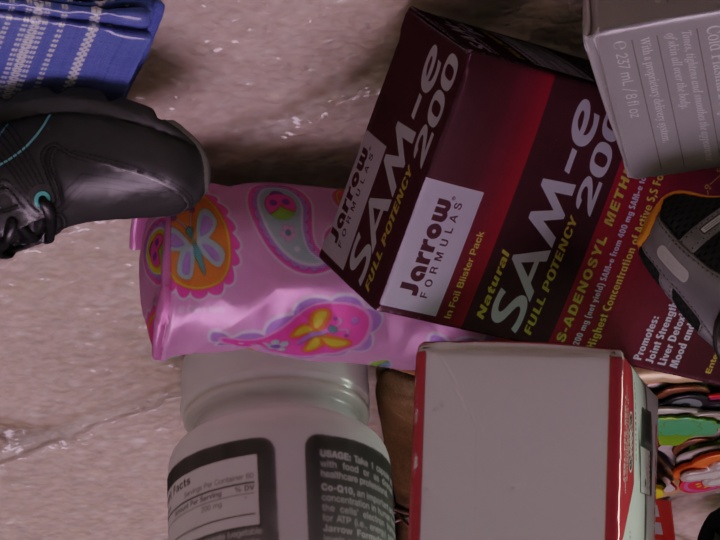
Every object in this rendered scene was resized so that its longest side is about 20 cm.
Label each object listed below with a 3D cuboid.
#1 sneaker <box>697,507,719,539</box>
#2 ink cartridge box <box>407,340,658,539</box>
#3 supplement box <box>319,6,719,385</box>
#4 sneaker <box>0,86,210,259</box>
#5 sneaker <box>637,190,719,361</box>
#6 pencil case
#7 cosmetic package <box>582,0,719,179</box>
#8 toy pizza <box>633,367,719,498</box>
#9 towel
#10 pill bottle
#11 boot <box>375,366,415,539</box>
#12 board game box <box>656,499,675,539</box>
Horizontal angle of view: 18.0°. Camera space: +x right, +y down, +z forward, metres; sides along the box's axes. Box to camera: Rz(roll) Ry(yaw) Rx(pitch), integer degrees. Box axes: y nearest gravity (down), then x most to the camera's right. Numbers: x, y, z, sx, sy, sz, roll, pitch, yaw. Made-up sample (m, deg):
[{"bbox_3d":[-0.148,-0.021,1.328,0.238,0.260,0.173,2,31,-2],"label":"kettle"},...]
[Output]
[{"bbox_3d":[0.242,0.174,1.380,0.088,0.079,0.201,5,145,-2],"label":"sneaker"},{"bbox_3d":[0.075,0.111,0.931,0.082,0.148,0.200,1,173,11],"label":"ink cartridge box"},{"bbox_3d":[0.095,-0.024,0.911,0.199,0.061,0.109,12,106,-29],"label":"supplement box"},{"bbox_3d":[-0.157,-0.023,0.881,0.198,0.080,0.076,-1,156,-3],"label":"sneaker"},{"bbox_3d":[0.178,-0.017,0.864,0.200,0.077,0.079,-19,144,-53],"label":"sneaker"},{"bbox_3d":[0.000,0.000,0.988,0.198,0.088,0.088,2,153,-9],"label":"pencil case"},{"bbox_3d":[0.181,-0.104,0.797,0.199,0.091,0.107,-7,151,14],"label":"cosmetic package"},{"bbox_3d":[0.153,0.095,1.245,0.199,0.032,0.201,-3,153,-1],"label":"toy pizza"},{"bbox_3d":[-0.185,-0.080,0.876,0.199,0.024,0.145,7,154,-16],"label":"towel"},{"bbox_3d":[-0.038,0.137,1.115,0.113,0.201,0.114,-2,154,-1],"label":"pill bottle"},{"bbox_3d":[0.040,0.115,1.199,0.073,0.076,0.200,21,154,25],"label":"boot"},{"bbox_3d":[0.093,0.201,1.316,0.199,0.152,0.046,8,152,-23],"label":"board game box"}]
